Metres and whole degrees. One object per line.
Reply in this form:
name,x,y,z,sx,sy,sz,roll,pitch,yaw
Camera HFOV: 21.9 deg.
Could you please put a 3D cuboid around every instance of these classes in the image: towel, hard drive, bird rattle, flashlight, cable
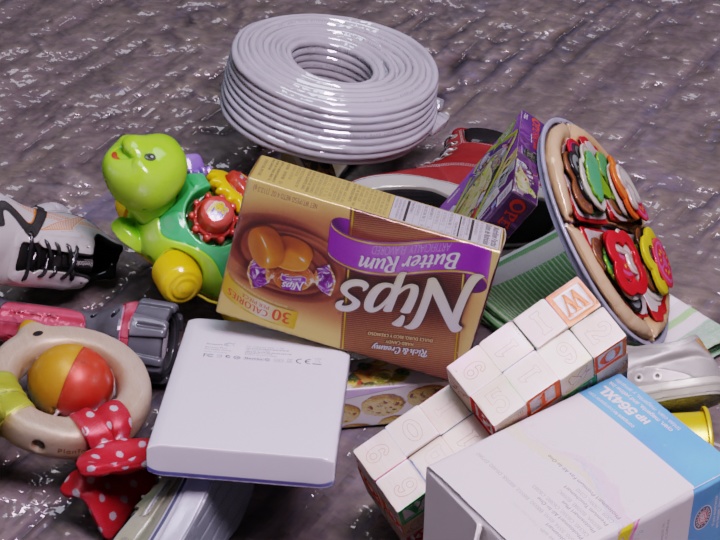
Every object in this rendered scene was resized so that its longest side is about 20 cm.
towel,0.191,0.035,1.558,0.152,0.024,0.200,-25,44,-31
hard drive,-0.077,0.094,1.373,0.131,0.026,0.200,4,25,2
bird rattle,-0.220,0.098,1.394,0.198,0.113,0.164,8,39,10
flashlight,-0.245,0.047,1.504,0.198,0.068,0.068,7,40,7
cable,-0.026,-0.164,1.677,0.198,0.070,0.200,20,32,13

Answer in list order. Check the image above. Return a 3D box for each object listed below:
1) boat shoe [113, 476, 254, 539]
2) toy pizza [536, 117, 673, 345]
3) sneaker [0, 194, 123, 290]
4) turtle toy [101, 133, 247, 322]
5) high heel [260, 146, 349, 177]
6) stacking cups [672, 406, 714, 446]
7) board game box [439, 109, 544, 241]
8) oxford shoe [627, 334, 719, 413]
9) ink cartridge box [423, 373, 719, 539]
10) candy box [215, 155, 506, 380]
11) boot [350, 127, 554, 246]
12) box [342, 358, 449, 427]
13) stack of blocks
boat shoe,-0.134,0.178,1.327,0.061,0.072,0.200,9,38,21
toy pizza,0.204,-0.035,1.492,0.032,0.201,0.201,-26,28,25
sneaker,-0.265,-0.019,1.536,0.079,0.074,0.200,21,13,19
turtle toy,-0.138,-0.043,1.541,0.199,0.101,0.146,28,17,-40
high heel,-0.007,-0.112,1.714,0.141,0.072,0.200,-13,33,-15
stacking cups,0.163,0.137,1.395,0.198,0.061,0.061,-3,36,0
board game box,0.079,-0.025,1.506,0.032,0.200,0.121,28,35,-17
oxford shoe,0.179,0.086,1.428,0.198,0.075,0.058,-9,71,5
ink cartridge box,0.136,0.184,1.269,0.199,0.129,0.125,-21,41,-27
candy box,0.000,0.000,1.421,0.198,0.118,0.057,17,23,2
boot,0.063,-0.081,1.673,0.198,0.073,0.145,0,35,-18
box,0.053,0.092,1.467,0.198,0.042,0.039,-3,36,-6
stack of blocks,0.094,0.104,1.326,0.199,0.115,0.059,-34,63,-9
